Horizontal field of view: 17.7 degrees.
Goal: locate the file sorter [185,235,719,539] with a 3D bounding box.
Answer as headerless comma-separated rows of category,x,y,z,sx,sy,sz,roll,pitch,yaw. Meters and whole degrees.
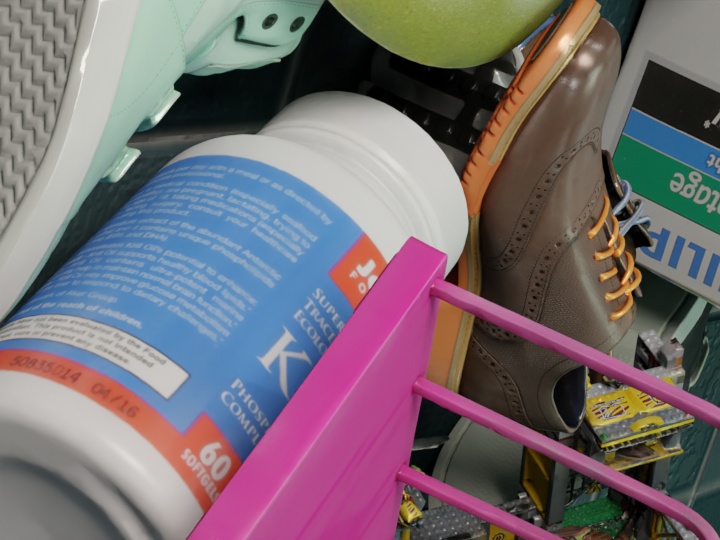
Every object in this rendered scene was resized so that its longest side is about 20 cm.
file sorter,0.024,0.123,0.668,0.139,0.125,0.200,-54,163,-36

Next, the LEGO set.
LEGO set,0.078,0.106,0.928,0.199,0.154,0.116,-8,131,-12

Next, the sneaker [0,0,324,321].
sneaker,-0.067,-0.056,0.716,0.118,0.074,0.201,26,90,-53

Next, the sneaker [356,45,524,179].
sneaker,0.000,0.000,0.878,0.200,0.075,0.081,-52,158,-15

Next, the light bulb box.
light bulb box,0.220,-0.089,1.077,0.198,0.125,0.201,-6,120,-55

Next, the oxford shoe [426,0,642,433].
oxford shoe,0.073,-0.016,0.830,0.071,0.073,0.200,-55,165,-36

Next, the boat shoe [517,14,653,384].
boat shoe,0.087,-0.019,0.985,0.072,0.072,0.201,-40,143,-32

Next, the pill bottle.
pill bottle,-0.044,0.026,0.737,0.200,0.112,0.113,-50,150,-43

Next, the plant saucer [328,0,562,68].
plant saucer,0.033,-0.167,0.740,0.200,0.031,0.201,6,82,-50

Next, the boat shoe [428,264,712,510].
boat shoe,0.106,0.069,1.083,0.200,0.075,0.060,-43,139,-27
